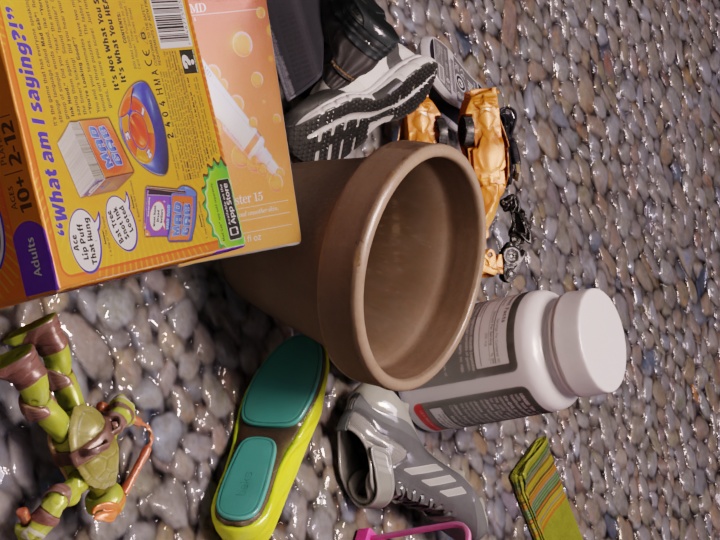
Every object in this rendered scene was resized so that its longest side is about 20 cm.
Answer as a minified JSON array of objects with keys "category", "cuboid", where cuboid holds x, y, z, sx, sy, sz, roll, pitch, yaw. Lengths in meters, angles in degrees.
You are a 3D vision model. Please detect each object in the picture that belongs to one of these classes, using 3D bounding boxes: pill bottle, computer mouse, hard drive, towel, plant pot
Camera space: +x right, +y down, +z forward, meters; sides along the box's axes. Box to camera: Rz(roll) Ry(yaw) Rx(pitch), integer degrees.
[{"category":"pill bottle","cuboid":[0.140,0.081,1.771,0.114,0.199,0.115,25,59,-51]},{"category":"computer mouse","cuboid":[0.102,-0.168,1.942,0.200,0.044,0.111,41,37,-43]},{"category":"hard drive","cuboid":[-0.066,-0.255,1.633,0.201,0.042,0.136,-95,171,-49]},{"category":"towel","cuboid":[0.211,0.279,1.984,0.086,0.018,0.202,-43,116,-53]},{"category":"plant pot","cuboid":[-0.017,-0.018,1.561,0.200,0.173,0.202,-28,125,-51]}]

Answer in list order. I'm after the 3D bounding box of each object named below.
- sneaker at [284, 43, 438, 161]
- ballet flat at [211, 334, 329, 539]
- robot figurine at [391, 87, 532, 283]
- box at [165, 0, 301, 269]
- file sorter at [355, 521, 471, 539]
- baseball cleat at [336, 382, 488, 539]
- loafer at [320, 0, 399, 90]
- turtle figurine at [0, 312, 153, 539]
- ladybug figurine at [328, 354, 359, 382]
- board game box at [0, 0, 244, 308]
[{"category":"sneaker","cuboid":[-0.016,-0.160,1.752,0.199,0.080,0.074,-32,151,-45]},{"category":"ballet flat","cuboid":[-0.072,0.146,1.561,0.067,0.066,0.201,74,28,-46]},{"category":"robot figurine","cuboid":[0.092,-0.074,1.841,0.143,0.058,0.202,-4,89,-14]},{"category":"box","cuboid":[-0.134,-0.108,1.463,0.124,0.097,0.202,-13,96,-40]},{"category":"file sorter","cuboid":[0.081,0.334,1.664,0.200,0.124,0.140,52,40,-34]},{"category":"baseball cleat","cuboid":[0.038,0.196,1.713,0.200,0.069,0.107,51,47,-21]},{"category":"loafer","cuboid":[-0.020,-0.222,1.721,0.073,0.072,0.200,39,12,-16]},{"category":"turtle figurine","cuboid":[-0.208,0.123,1.345,0.162,0.064,0.200,64,35,-20]},{"category":"ladybug figurine","cuboid":[0.000,0.000,1.702,0.136,0.071,0.202,-31,106,-56]},{"category":"board game box","cuboid":[-0.230,-0.080,1.254,0.199,0.198,0.202,-15,92,-58]}]
